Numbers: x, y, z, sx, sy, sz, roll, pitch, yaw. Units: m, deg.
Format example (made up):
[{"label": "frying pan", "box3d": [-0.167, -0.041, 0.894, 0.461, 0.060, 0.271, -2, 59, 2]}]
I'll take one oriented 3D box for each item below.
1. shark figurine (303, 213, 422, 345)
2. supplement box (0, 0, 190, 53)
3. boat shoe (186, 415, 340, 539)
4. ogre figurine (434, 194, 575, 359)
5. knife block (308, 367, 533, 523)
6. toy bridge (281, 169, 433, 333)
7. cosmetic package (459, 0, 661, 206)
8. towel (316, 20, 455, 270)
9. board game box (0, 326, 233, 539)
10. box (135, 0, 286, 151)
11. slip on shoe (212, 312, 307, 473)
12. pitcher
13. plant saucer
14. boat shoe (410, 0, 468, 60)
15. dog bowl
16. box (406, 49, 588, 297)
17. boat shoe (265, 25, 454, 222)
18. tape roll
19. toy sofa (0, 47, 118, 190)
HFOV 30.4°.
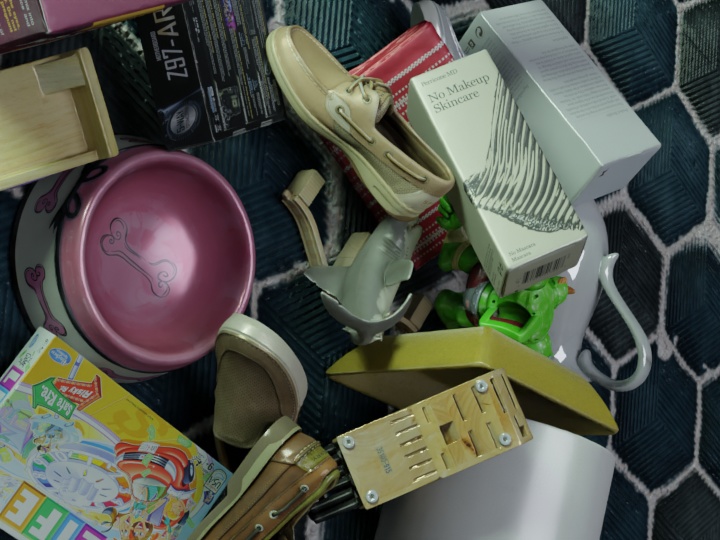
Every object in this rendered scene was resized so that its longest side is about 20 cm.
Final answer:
[{"label": "shark figurine", "box3d": [-0.008, 0.019, 1.137, 0.089, 0.129, 0.215, 23, 29, -1]}, {"label": "supplement box", "box3d": [-0.222, -0.209, 0.908, 0.131, 0.199, 0.104, -24, 104, -39]}, {"label": "boat shoe", "box3d": [-0.088, 0.210, 1.039, 0.068, 0.200, 0.072, 38, 26, 11]}, {"label": "ogre figurine", "box3d": [0.128, 0.024, 1.233, 0.098, 0.120, 0.201, -15, 122, -46]}, {"label": "knife block", "box3d": [0.037, 0.152, 1.127, 0.199, 0.176, 0.064, -23, 84, -1]}, {"label": "toy bridge", "box3d": [-0.010, -0.005, 1.213, 0.200, 0.027, 0.067, 47, 61, -31]}, {"label": "cosmetic package", "box3d": [0.190, -0.167, 1.304, 0.101, 0.071, 0.200, -19, 66, -40]}, {"label": "towel", "box3d": [0.054, -0.115, 1.235, 0.144, 0.022, 0.200, -36, 117, -2]}, {"label": "board game box", "box3d": [-0.207, 0.155, 1.006, 0.200, 0.034, 0.135, 44, 75, -33]}, {"label": "box", "box3d": [-0.125, -0.206, 1.055, 0.160, 0.043, 0.201, -38, 118, -68]}, {"label": "slip on shoe", "box3d": [-0.089, 0.114, 1.060, 0.061, 0.076, 0.200, -53, 162, -32]}, {"label": "pitcher", "box3d": [0.208, 0.020, 1.316, 0.121, 0.171, 0.201, 4, 87, -60]}, {"label": "plant saucer", "box3d": [0.104, 0.100, 1.201, 0.199, 0.199, 0.049, 28, 66, -38]}, {"label": "boat shoe", "box3d": [0.100, -0.166, 1.272, 0.068, 0.072, 0.201, -19, 104, -9]}, {"label": "dog bowl", "box3d": [-0.168, -0.010, 1.039, 0.199, 0.074, 0.202, 1, 89, -42]}, {"label": "box", "box3d": [0.116, -0.085, 1.150, 0.082, 0.068, 0.201, -23, 70, -9]}, {"label": "boat shoe", "box3d": [0.002, -0.136, 1.123, 0.200, 0.064, 0.071, 48, 36, -8]}, {"label": "tape roll", "box3d": [0.122, 0.216, 1.212, 0.202, 0.202, 0.140, 28, 70, -38]}, {"label": "toy sofa", "box3d": [-0.279, -0.090, 0.922, 0.199, 0.097, 0.083, -25, 105, -40]}]
